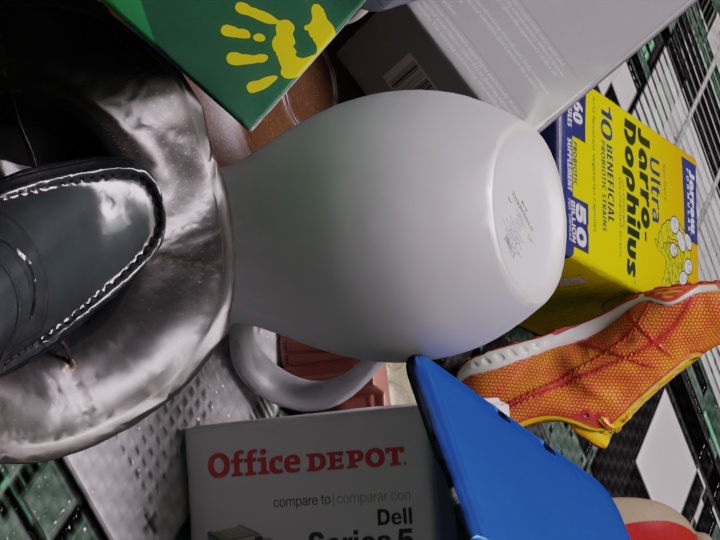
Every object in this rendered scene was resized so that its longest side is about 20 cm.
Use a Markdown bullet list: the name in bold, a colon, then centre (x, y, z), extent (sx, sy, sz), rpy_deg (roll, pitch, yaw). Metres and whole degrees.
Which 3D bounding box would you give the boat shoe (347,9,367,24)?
- **boat shoe**: centre (-0.074, -0.188, 1.029), extent (0.201, 0.074, 0.093), rpy_deg (53, 43, -8)

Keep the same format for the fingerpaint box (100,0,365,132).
- **fingerpaint box**: centre (-0.090, -0.148, 0.859), extent (0.167, 0.073, 0.200), rpy_deg (42, 5, -14)

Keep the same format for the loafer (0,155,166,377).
- **loafer**: centre (-0.143, 0.014, 0.777), extent (0.200, 0.070, 0.069), rpy_deg (-31, 106, -35)

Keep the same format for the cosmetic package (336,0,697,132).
- **cosmetic package**: centre (0.097, -0.142, 1.165), extent (0.200, 0.090, 0.107), rpy_deg (-37, 90, -33)

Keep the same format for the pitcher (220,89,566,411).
- **pitcher**: centre (0.000, 0.000, 1.010), extent (0.172, 0.198, 0.122), rpy_deg (57, 39, -38)

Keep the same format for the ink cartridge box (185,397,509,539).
- **ink cartridge box**: centre (0.000, 0.166, 1.026), extent (0.084, 0.144, 0.202), rpy_deg (3, 81, -57)

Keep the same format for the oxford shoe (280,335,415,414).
- **oxford shoe**: centre (0.009, 0.106, 1.130), extent (0.074, 0.070, 0.202), rpy_deg (6, 79, -61)

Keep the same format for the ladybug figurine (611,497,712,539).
- **ladybug figurine**: centre (0.109, 0.201, 1.166), extent (0.136, 0.199, 0.072), rpy_deg (59, -2, -34)

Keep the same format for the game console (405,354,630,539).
- **game console**: centre (0.062, 0.164, 0.973), extent (0.200, 0.118, 0.171), rpy_deg (36, 86, -47)

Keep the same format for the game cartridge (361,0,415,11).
- **game cartridge**: centre (0.000, -0.226, 1.039), extent (0.133, 0.041, 0.201), rpy_deg (-22, 89, -51)

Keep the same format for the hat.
- **hat**: centre (-0.148, -0.014, 0.877), extent (0.199, 0.081, 0.203), rpy_deg (8, 77, -39)

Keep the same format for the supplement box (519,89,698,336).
- **supplement box**: centre (0.118, -0.035, 1.304), extent (0.200, 0.109, 0.110), rpy_deg (22, 65, -56)

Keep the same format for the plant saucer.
- **plant saucer**: centre (-0.037, -0.095, 1.132), extent (0.200, 0.032, 0.202), rpy_deg (16, 72, -58)

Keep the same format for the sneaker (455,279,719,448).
- **sneaker**: centre (0.154, 0.058, 1.260), extent (0.073, 0.199, 0.078), rpy_deg (13, 54, -69)
